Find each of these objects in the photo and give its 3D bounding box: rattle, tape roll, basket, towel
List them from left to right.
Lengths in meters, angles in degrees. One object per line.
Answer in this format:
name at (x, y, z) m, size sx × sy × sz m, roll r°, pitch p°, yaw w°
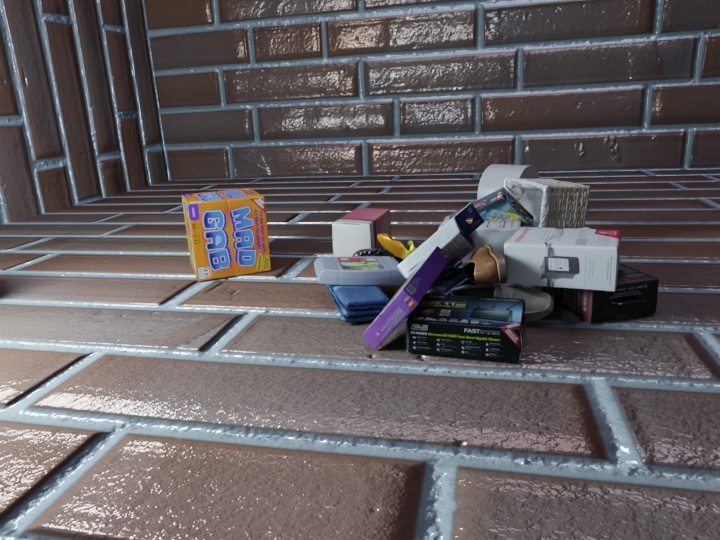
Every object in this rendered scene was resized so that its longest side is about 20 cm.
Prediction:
towel at (-0.005, 0.056, 1.183) m, size 0.110 × 0.049 × 0.200 m, roll -3°, pitch 15°, yaw -13°
rattle at (0.165, -0.087, 1.327) m, size 0.130 × 0.200 × 0.143 m, roll 35°, pitch 13°, yaw -50°
tape roll at (0.497, -0.251, 1.842) m, size 0.138 × 0.206 × 0.201 m, roll 13°, pitch 23°, yaw 40°
basket at (0.504, -0.149, 1.528) m, size 0.158 × 0.203 × 0.198 m, roll -2°, pitch 16°, yaw -18°

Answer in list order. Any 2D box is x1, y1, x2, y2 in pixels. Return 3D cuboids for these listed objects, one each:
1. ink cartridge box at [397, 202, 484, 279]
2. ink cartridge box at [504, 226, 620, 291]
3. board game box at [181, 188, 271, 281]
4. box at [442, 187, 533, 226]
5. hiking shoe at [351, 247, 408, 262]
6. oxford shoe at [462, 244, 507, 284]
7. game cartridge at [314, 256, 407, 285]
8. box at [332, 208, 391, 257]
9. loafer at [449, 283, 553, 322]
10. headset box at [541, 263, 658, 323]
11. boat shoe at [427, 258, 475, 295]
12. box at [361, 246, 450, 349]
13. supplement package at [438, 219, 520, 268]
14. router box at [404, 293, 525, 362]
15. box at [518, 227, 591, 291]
ink cartridge box at (0.189, -0.047, 1.197) m, size 0.199 × 0.044 × 0.196 m, roll -40°, pitch -18°, yaw 13°
ink cartridge box at (0.391, -0.027, 1.068) m, size 0.197 × 0.085 × 0.145 m, roll 4°, pitch 19°, yaw 27°
board game box at (-0.370, -0.106, 1.515) m, size 0.197 × 0.203 × 0.200 m, roll -9°, pitch 17°, yaw -20°
box at (0.336, -0.128, 1.463) m, size 0.199 × 0.136 × 0.038 m, roll -25°, pitch 39°, yaw 42°
hiking shoe at (0.070, -0.022, 1.413) m, size 0.197 × 0.077 × 0.101 m, roll 3°, pitch 7°, yaw -12°
oxford shoe at (0.234, -0.011, 1.098) m, size 0.070 × 0.072 × 0.200 m, roll -10°, pitch 4°, yaw 3°
game cartridge at (0.000, 0.000, 1.235) m, size 0.197 × 0.042 × 0.133 m, roll -1°, pitch 19°, yaw -11°
box at (0.008, -0.090, 1.523) m, size 0.107 × 0.130 × 0.200 m, roll 4°, pitch 19°, yaw 18°
loafer at (0.269, 0.059, 1.064) m, size 0.197 × 0.070 × 0.071 m, roll -3°, pitch 59°, yaw 19°
headset box at (0.482, 0.037, 1.114) m, size 0.146 × 0.076 × 0.200 m, roll -7°, pitch 17°, yaw -10°
boat shoe at (0.207, 0.015, 1.206) m, size 0.068 × 0.085 × 0.199 m, roll 36°, pitch 33°, yaw 28°
box at (0.088, 0.047, 1.024) m, size 0.039 × 0.137 × 0.200 m, roll 41°, pitch 35°, yaw 3°
supplement package at (0.302, -0.061, 1.396) m, size 0.197 × 0.119 × 0.117 m, roll 3°, pitch 15°, yaw 16°
router box at (0.192, 0.097, 0.989) m, size 0.197 × 0.063 × 0.150 m, roll 3°, pitch 16°, yaw 18°
box at (0.452, -0.023, 1.253) m, size 0.197 × 0.114 × 0.101 m, roll -7°, pitch 18°, yaw -11°
